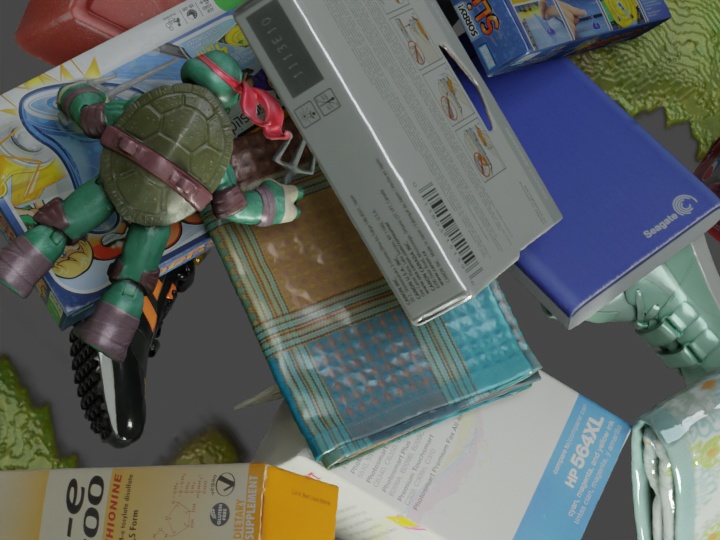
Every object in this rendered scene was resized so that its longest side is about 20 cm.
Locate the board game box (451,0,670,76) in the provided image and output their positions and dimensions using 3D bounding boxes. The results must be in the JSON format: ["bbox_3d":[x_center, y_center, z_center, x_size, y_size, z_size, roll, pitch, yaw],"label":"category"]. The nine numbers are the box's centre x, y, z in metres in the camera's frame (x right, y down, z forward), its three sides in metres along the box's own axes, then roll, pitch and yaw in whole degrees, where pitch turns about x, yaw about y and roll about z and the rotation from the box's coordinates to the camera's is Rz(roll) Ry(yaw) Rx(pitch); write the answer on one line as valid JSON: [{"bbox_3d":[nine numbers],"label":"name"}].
[{"bbox_3d":[0.112,-0.202,1.560,0.200,0.034,0.135,-19,82,-55],"label":"board game box"}]

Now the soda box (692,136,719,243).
[{"bbox_3d":[0.309,-0.011,1.633,0.200,0.070,0.063,41,69,-8],"label":"soda box"}]

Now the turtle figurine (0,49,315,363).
[{"bbox_3d":[-0.114,-0.056,1.360,0.150,0.101,0.200,35,85,8],"label":"turtle figurine"}]

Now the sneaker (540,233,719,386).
[{"bbox_3d":[0.178,0.037,1.577,0.118,0.074,0.201,-21,86,-19],"label":"sneaker"}]

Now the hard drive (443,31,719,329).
[{"bbox_3d":[0.112,-0.069,1.552,0.132,0.025,0.200,-34,65,-22],"label":"hard drive"}]

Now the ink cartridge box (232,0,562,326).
[{"bbox_3d":[0.025,-0.084,1.394,0.200,0.044,0.174,60,25,-2],"label":"ink cartridge box"}]

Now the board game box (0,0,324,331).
[{"bbox_3d":[-0.121,-0.071,1.440,0.200,0.034,0.135,-30,81,-19],"label":"board game box"}]

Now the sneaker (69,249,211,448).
[{"bbox_3d":[-0.127,0.004,1.473,0.090,0.070,0.200,-4,78,-17],"label":"sneaker"}]

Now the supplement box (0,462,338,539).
[{"bbox_3d":[-0.117,0.175,1.373,0.074,0.200,0.126,23,67,-53],"label":"supplement box"}]

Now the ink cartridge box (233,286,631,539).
[{"bbox_3d":[0.033,0.104,1.479,0.200,0.129,0.125,32,70,-11],"label":"ink cartridge box"}]

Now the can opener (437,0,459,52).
[{"bbox_3d":[0.019,-0.155,1.564,0.200,0.067,0.053,-50,138,-26],"label":"can opener"}]

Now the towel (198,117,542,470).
[{"bbox_3d":[0.000,0.000,1.415,0.147,0.022,0.200,-22,79,-18],"label":"towel"}]

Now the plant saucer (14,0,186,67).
[{"bbox_3d":[-0.088,-0.188,1.546,0.200,0.037,0.200,25,72,-13],"label":"plant saucer"}]

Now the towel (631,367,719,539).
[{"bbox_3d":[0.246,0.117,1.529,0.171,0.200,0.048,-31,52,-20],"label":"towel"}]
